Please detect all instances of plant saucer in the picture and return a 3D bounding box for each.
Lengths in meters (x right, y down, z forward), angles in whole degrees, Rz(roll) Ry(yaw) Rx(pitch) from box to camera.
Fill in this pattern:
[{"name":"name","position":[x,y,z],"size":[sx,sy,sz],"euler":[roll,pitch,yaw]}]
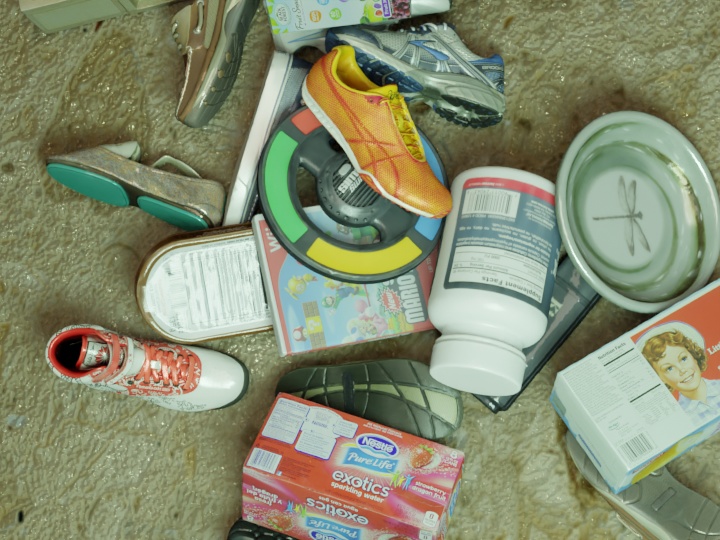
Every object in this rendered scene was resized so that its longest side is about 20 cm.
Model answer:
[{"name":"plant saucer","position":[0.265,-0.054,1.452],"size":[0.199,0.050,0.202],"euler":[6,76,-27]}]

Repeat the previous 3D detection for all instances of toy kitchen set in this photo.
[{"name":"toy kitchen set","position":[-0.289,-0.387,1.550],"size":[0.179,0.163,0.202],"euler":[-13,79,6]}]

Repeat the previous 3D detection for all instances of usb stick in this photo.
[{"name":"usb stick","position":[0.184,0.054,1.480],"size":[0.055,0.033,0.200],"euler":[40,89,11]}]

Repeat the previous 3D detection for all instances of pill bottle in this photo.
[{"name":"pill bottle","position":[0.129,0.013,1.433],"size":[0.118,0.120,0.202],"euler":[10,71,9]}]

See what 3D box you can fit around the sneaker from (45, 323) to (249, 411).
[{"name":"sneaker","position":[-0.219,0.100,1.491],"size":[0.199,0.108,0.068],"euler":[10,83,9]}]

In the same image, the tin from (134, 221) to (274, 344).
[{"name":"tin","position":[-0.130,0.013,1.498],"size":[0.198,0.042,0.113],"euler":[-10,105,-8]}]

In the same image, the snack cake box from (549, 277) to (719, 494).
[{"name":"snack cake box","position":[0.294,0.108,1.402],"size":[0.199,0.067,0.115],"euler":[-28,66,-15]}]

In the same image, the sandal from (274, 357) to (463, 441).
[{"name":"sandal","position":[0.011,0.126,1.486],"size":[0.199,0.057,0.081],"euler":[3,87,23]}]

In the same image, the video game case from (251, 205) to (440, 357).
[{"name":"video game case","position":[0.000,0.000,1.482],"size":[0.198,0.017,0.144],"euler":[-9,79,-18]}]

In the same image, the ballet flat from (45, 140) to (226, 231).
[{"name":"ballet flat","position":[-0.232,-0.097,1.555],"size":[0.198,0.068,0.068],"euler":[21,65,5]}]

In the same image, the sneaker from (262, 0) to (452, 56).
[{"name":"sneaker","position":[0.000,-0.255,1.544],"size":[0.198,0.075,0.088],"euler":[-5,93,10]}]

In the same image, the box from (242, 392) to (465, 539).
[{"name":"box","position":[-0.008,0.210,1.434],"size":[0.198,0.096,0.100],"euler":[17,49,10]}]

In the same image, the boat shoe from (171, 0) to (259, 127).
[{"name":"boat shoe","position":[-0.161,-0.246,1.550],"size":[0.071,0.076,0.202],"euler":[15,74,7]}]

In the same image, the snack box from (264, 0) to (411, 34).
[{"name":"snack box","position":[-0.020,-0.321,1.502],"size":[0.141,0.053,0.201],"euler":[-7,40,7]}]

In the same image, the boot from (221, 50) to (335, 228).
[{"name":"boot","position":[-0.077,-0.120,1.529],"size":[0.090,0.073,0.202],"euler":[17,96,-10]}]

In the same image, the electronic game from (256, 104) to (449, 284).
[{"name":"electronic game","position":[-0.006,-0.082,1.470],"size":[0.198,0.042,0.202],"euler":[5,68,-13]}]

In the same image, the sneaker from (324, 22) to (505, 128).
[{"name":"sneaker","position":[0.059,-0.216,1.512],"size":[0.199,0.077,0.086],"euler":[20,68,-13]}]

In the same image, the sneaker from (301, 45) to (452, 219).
[{"name":"sneaker","position":[0.022,-0.133,1.429],"size":[0.200,0.073,0.077],"euler":[49,119,7]}]

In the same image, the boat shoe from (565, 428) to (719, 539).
[{"name":"boat shoe","position":[0.270,0.221,1.418],"size":[0.075,0.072,0.200],"euler":[-31,55,-19]}]

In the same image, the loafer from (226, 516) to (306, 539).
[{"name":"loafer","position":[-0.038,0.298,1.463],"size":[0.199,0.068,0.071],"euler":[13,117,4]}]
